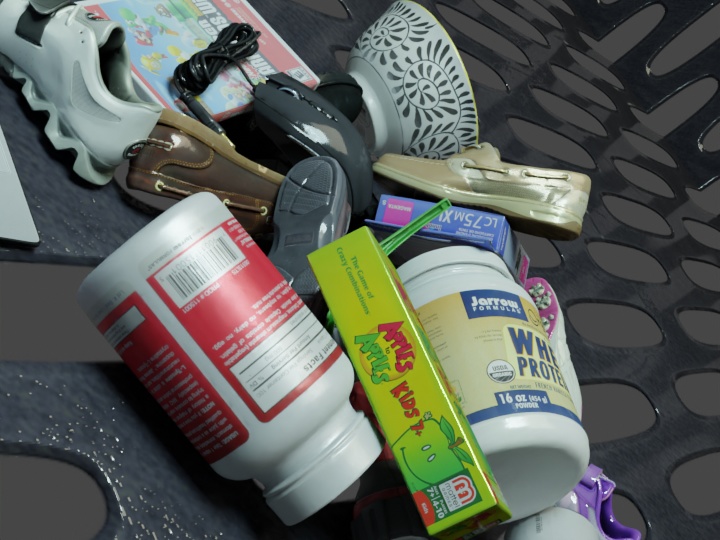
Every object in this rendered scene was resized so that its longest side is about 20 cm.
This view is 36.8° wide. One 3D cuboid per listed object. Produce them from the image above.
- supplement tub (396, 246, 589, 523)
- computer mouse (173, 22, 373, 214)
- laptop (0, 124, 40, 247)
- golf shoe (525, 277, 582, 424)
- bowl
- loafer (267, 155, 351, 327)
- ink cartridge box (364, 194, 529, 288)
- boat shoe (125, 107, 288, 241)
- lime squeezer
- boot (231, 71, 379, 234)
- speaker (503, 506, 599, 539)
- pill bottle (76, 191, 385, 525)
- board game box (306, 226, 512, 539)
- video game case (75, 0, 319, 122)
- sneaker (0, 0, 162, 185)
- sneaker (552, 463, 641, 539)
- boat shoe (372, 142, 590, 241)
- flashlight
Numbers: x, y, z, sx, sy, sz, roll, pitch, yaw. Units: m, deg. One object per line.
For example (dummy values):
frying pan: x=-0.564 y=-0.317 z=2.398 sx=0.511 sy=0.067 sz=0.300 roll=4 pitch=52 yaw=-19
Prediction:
supplement tub: x=0.093 y=0.093 z=0.896 sx=0.144 sy=0.144 sz=0.200 roll=28 pitch=34 yaw=-40
computer mouse: x=-0.063 y=-0.123 z=0.905 sx=0.200 sy=0.046 sz=0.140 roll=51 pitch=37 yaw=-5
laptop: x=-0.262 y=-0.132 z=0.627 sx=0.200 sy=0.116 sz=0.188 roll=12 pitch=47 yaw=-54
golf shoe: x=0.189 y=0.103 z=1.131 sx=0.092 sy=0.075 sz=0.200 roll=44 pitch=38 yaw=-44
bowl: x=0.034 y=-0.183 z=1.176 sx=0.094 sy=0.201 sz=0.201 roll=-23 pitch=71 yaw=-19
loafer: x=-0.042 y=0.008 z=0.820 sx=0.063 sy=0.072 sz=0.200 roll=56 pitch=42 yaw=-49
ink cartridge box: x=0.087 y=-0.028 z=1.018 sx=0.200 sy=0.119 sz=0.042 roll=31 pitch=71 yaw=-70
boat shoe: x=-0.103 y=-0.056 z=0.863 sx=0.200 sy=0.070 sz=0.070 roll=27 pitch=73 yaw=-42
lime squeezer: x=0.000 y=0.000 z=0.882 sx=0.038 sy=0.071 sz=0.200 roll=46 pitch=49 yaw=-3
boot: x=-0.029 y=-0.108 z=1.036 sx=0.198 sy=0.073 sz=0.163 roll=-14 pitch=66 yaw=-55
speaker: x=0.153 y=0.280 z=0.827 sx=0.081 sy=0.081 sz=0.200 roll=42 pitch=27 yaw=-21
pill bottle: x=-0.077 y=0.058 z=0.692 sx=0.200 sy=0.112 sz=0.112 roll=51 pitch=25 yaw=-2
board game box: x=0.034 y=0.079 z=0.727 sx=0.200 sy=0.048 sz=0.102 roll=65 pitch=5 yaw=21
video game case: x=-0.141 y=-0.193 z=0.949 sx=0.143 sy=0.017 sz=0.200 roll=48 pitch=38 yaw=10
sneaker: x=-0.215 y=-0.167 z=0.779 sx=0.200 sy=0.088 sz=0.074 roll=52 pitch=19 yaw=0
sneaker: x=0.181 y=0.195 z=0.977 sx=0.200 sy=0.088 sz=0.080 roll=57 pitch=27 yaw=12
boat shoe: x=0.109 y=-0.081 z=0.992 sx=0.200 sy=0.065 sz=0.071 roll=15 pitch=-8 yaw=8
flashlight: x=0.013 y=0.124 z=0.811 sx=0.068 sy=0.068 sz=0.200 roll=34 pitch=32 yaw=-41
